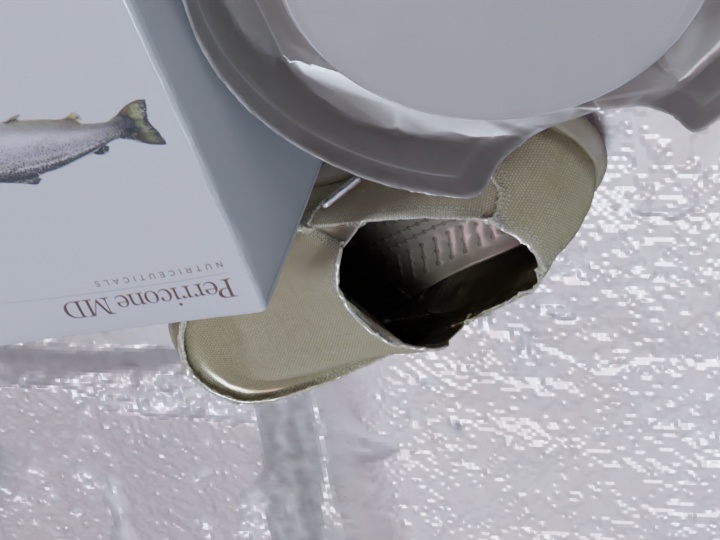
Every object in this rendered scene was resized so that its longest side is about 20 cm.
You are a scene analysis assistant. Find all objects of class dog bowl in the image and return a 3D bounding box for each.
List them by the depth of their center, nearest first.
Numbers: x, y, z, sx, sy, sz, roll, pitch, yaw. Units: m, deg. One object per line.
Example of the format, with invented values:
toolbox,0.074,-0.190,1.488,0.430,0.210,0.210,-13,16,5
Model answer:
dog bowl,0.042,-0.115,0.819,0.200,0.059,0.200,0,133,0

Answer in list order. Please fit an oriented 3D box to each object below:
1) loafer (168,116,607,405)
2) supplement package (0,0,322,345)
loafer,0.000,0.000,0.943,0.200,0.068,0.076,-31,115,34
supplement package,-0.102,-0.090,0.865,0.117,0.117,0.200,-8,126,21
